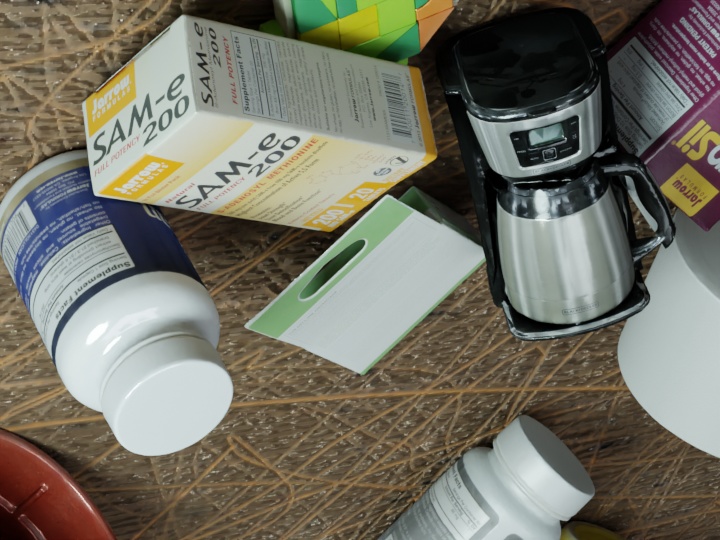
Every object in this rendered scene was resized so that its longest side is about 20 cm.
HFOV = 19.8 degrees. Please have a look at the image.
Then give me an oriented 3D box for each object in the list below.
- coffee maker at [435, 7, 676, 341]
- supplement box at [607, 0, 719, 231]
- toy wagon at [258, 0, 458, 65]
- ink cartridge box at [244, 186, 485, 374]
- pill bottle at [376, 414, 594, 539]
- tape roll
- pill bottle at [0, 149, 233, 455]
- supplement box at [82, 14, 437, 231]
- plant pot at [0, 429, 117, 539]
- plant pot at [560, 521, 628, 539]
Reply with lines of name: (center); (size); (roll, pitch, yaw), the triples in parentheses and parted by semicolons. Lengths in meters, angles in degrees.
coffee maker: (0.121, -0.079, 1.489); (0.134, 0.192, 0.201); (-26, 124, -19)
supplement box: (0.281, -0.149, 1.556); (0.200, 0.103, 0.131); (-44, 141, 13)
toy wagon: (0.006, -0.183, 1.383); (0.154, 0.040, 0.201); (-23, 139, -13)
ink cartridge box: (0.000, 0.000, 1.526); (0.145, 0.048, 0.200); (-43, 152, 11)
pill bottle: (0.103, 0.228, 1.807); (0.200, 0.114, 0.114); (-45, 139, 14)
tape roll: (0.329, 0.044, 1.708); (0.201, 0.203, 0.140); (-7, 134, -29)
pill bottle: (-0.158, 0.022, 1.351); (0.110, 0.200, 0.112); (-19, 139, -17)
supplement box: (-0.066, -0.092, 1.362); (0.199, 0.074, 0.126); (8, 152, -38)
plant pot: (-0.302, 0.251, 1.505); (0.195, 0.202, 0.200); (-39, 141, 20)
plant pot: (0.210, 0.352, 1.957); (0.200, 0.201, 0.190); (17, 105, -44)
